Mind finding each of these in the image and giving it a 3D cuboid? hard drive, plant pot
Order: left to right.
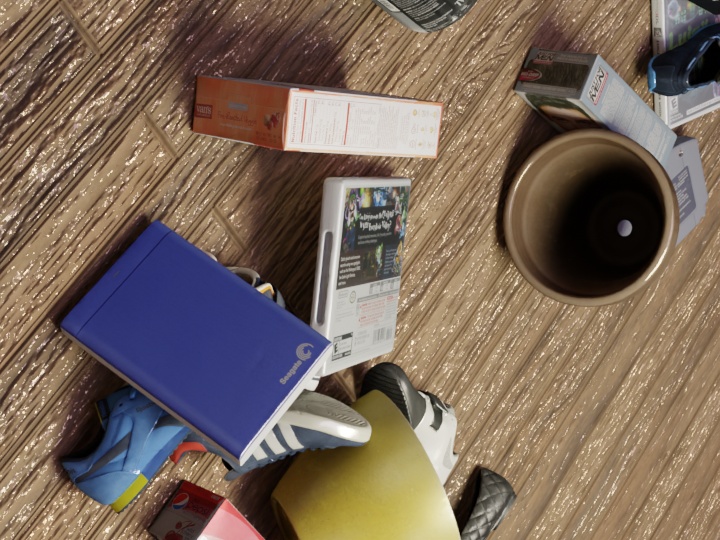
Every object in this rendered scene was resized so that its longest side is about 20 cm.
[{"bbox_3d":[-0.141,0.059,1.211,0.132,0.199,0.025,-50,165,-24],"label":"hard drive"},{"bbox_3d":[-0.007,0.242,1.406,0.141,0.200,0.202,-24,118,-15],"label":"plant pot"},{"bbox_3d":[0.288,-0.057,1.630,0.174,0.198,0.203,4,98,-62],"label":"plant pot"}]

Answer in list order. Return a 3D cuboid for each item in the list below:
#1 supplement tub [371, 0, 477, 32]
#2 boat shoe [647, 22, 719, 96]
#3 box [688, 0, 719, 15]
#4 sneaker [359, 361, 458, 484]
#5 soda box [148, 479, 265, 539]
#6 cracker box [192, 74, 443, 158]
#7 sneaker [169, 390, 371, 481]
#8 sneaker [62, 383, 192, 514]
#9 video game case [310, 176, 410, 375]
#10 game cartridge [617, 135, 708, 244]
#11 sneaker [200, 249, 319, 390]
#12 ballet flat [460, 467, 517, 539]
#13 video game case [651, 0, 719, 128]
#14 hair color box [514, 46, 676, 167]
[{"bbox_3d":[0.026,-0.322,1.328,0.199,0.122,0.124,29,79,-45],"label":"supplement tub"},{"bbox_3d":[0.441,-0.257,1.769,0.199,0.068,0.085,-35,123,-35],"label":"boat shoe"},{"bbox_3d":[0.442,-0.438,1.705,0.199,0.123,0.199,12,83,-44],"label":"box"},{"bbox_3d":[0.060,0.158,1.519,0.088,0.074,0.201,-44,137,-28],"label":"sneaker"},{"bbox_3d":[-0.118,0.293,1.370,0.064,0.070,0.201,-54,132,-22],"label":"soda box"},{"bbox_3d":[-0.038,-0.142,1.299,0.199,0.133,0.058,-1,101,-44],"label":"cracker box"},{"bbox_3d":[-0.090,0.160,1.330,0.197,0.075,0.086,10,103,-11],"label":"sneaker"},{"bbox_3d":[-0.183,0.119,1.237,0.078,0.066,0.200,41,90,-11],"label":"sneaker"},{"bbox_3d":[0.000,0.000,1.385,0.200,0.023,0.184,-11,108,-69],"label":"video game case"},{"bbox_3d":[0.378,-0.083,1.805,0.200,0.041,0.134,-40,129,-32],"label":"game cartridge"},{"bbox_3d":[-0.098,0.048,1.325,0.199,0.078,0.080,33,81,-43],"label":"sneaker"},{"bbox_3d":[0.110,0.321,1.633,0.200,0.057,0.067,-51,173,-23],"label":"ballet flat"},{"bbox_3d":[0.446,-0.296,1.830,0.199,0.023,0.184,-23,115,-40],"label":"video game case"},{"bbox_3d":[0.276,-0.183,1.632,0.199,0.098,0.061,33,77,-44],"label":"hair color box"}]
